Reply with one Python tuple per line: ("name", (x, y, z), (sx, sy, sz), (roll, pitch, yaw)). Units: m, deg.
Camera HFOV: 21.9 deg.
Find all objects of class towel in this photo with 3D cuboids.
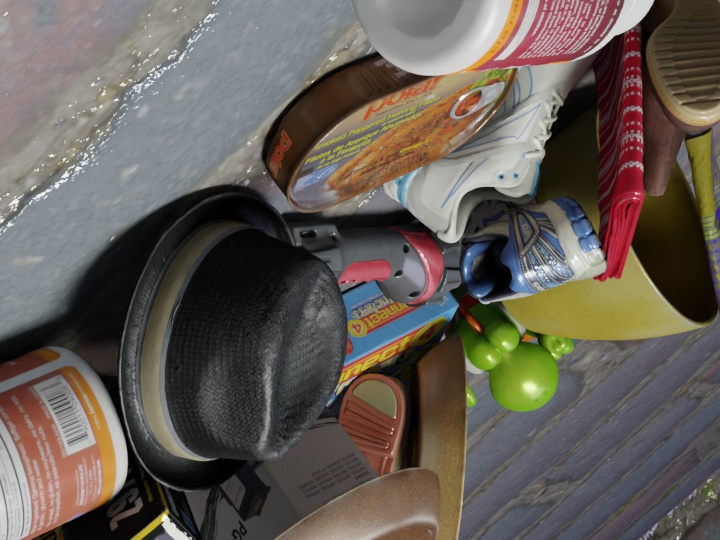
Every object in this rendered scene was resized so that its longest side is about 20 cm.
("towel", (0.289, -0.032, 1.491), (0.023, 0.201, 0.144), (-11, -172, 13))
("towel", (0.187, -0.107, 1.355), (0.022, 0.201, 0.145), (3, 155, 1))

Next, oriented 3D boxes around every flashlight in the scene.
("flashlight", (0.000, 0.000, 1.399), (0.068, 0.068, 0.199), (-39, 163, 32))

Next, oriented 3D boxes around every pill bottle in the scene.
("pill bottle", (-0.257, 0.131, 1.174), (0.199, 0.112, 0.112), (-23, 154, -35))
("pill bottle", (0.094, -0.178, 1.115), (0.199, 0.113, 0.113), (-12, 147, -49))

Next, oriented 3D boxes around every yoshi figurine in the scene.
("yoshi figurine", (0.126, 0.075, 1.623), (0.200, 0.111, 0.113), (-64, 166, -84))

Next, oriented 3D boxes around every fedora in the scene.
("fedora", (-0.070, 0.052, 1.218), (0.200, 0.091, 0.202), (-17, 111, -51))

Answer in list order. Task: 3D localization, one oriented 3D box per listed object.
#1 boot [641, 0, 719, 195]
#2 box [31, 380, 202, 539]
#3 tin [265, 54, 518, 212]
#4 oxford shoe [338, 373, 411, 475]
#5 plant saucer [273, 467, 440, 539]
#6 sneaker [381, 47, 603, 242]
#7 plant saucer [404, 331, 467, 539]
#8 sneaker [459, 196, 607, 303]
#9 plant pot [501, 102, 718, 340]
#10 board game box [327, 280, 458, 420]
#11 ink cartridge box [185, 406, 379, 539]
("boot", (0.234, -0.119, 1.365), (0.072, 0.201, 0.167), (2, 131, 1))
("box", (-0.198, 0.180, 1.284), (0.159, 0.200, 0.049), (-38, 117, 2))
("tin", (0.022, -0.105, 1.256), (0.199, 0.042, 0.112), (-25, 159, -33))
("oxford shoe", (0.004, 0.184, 1.532), (0.074, 0.070, 0.201), (9, 101, -70))
("plant saucer", (-0.020, 0.212, 1.290), (0.199, 0.035, 0.201), (-30, 157, -14))
("sneaker", (0.115, -0.098, 1.360), (0.200, 0.087, 0.075), (-43, 157, 8))
("plant saucer", (0.059, 0.150, 1.538), (0.035, 0.201, 0.201), (4, 151, -4))
("sneaker", (0.105, -0.017, 1.393), (0.085, 0.077, 0.200), (-25, -173, -14))
("plant pot", (0.185, -0.023, 1.527), (0.141, 0.201, 0.200), (-24, 167, 27))
("board game box", (-0.033, 0.099, 1.564), (0.199, 0.056, 0.196), (-26, 156, -31))
("ink cartridge box", (-0.080, 0.149, 1.382), (0.084, 0.200, 0.145), (-22, 154, -37))
